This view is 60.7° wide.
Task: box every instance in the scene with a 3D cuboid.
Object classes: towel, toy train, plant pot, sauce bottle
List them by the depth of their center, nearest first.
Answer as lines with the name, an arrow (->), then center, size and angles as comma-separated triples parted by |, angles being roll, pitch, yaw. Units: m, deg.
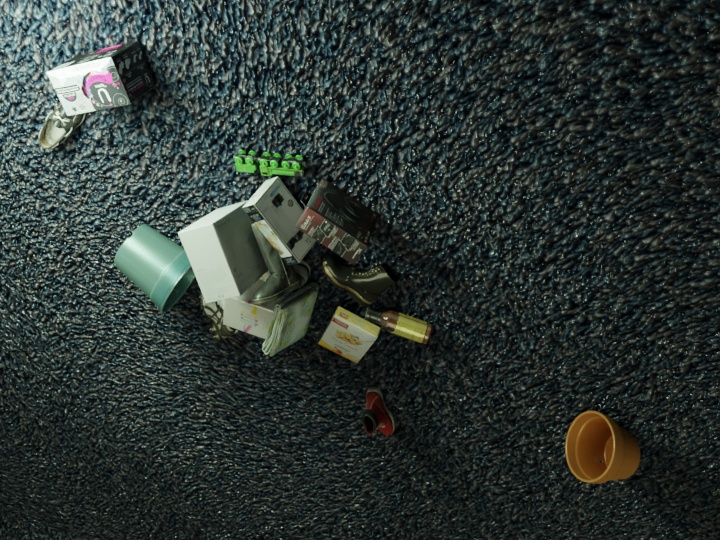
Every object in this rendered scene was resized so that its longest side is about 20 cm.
toy train -> -0.232, -0.271, 1.580 | 0.194, 0.042, 0.057 | 8, 138, 10
towel -> -0.195, 0.141, 1.761 | 0.048, 0.199, 0.174 | 31, 120, 16
sauce bottle -> 0.109, 0.153, 1.785 | 0.195, 0.067, 0.067 | 20, 130, 4
plant pot -> -0.591, -0.016, 1.787 | 0.194, 0.201, 0.201 | 37, 128, -4
plant pot -> 0.725, 0.531, 1.821 | 0.137, 0.203, 0.201 | 17, 132, -21

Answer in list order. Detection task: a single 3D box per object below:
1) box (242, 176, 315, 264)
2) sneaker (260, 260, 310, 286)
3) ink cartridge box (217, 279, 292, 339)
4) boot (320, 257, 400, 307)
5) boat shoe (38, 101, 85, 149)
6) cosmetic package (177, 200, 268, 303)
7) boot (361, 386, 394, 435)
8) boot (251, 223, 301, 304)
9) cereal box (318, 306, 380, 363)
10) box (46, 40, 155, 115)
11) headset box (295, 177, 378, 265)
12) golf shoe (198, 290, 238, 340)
box -> -0.204, -0.129, 1.619 | 0.059, 0.117, 0.202 | -6, 128, 46
sneaker -> -0.244, 0.007, 1.765 | 0.194, 0.081, 0.078 | 3, 129, 16
ink cartridge box -> -0.314, 0.098, 1.822 | 0.195, 0.130, 0.127 | 18, 131, 2
boot -> 0.000, 0.000, 1.702 | 0.199, 0.079, 0.137 | 36, 124, -29
boat shoe -> -0.795, -0.396, 1.634 | 0.198, 0.061, 0.074 | -32, 112, 33
cosmetic package -> -0.355, -0.053, 1.647 | 0.120, 0.200, 0.204 | -13, 108, 23
boot -> 0.054, 0.504, 2.010 | 0.071, 0.146, 0.203 | -9, 125, 20
boot -> -0.247, -0.029, 1.641 | 0.071, 0.181, 0.205 | -5, 106, 37
cereal box -> -0.036, 0.196, 1.842 | 0.141, 0.040, 0.201 | 26, 145, -3
box -> -0.624, -0.461, 1.489 | 0.195, 0.133, 0.117 | -5, 124, 20
headset box -> -0.065, -0.132, 1.564 | 0.198, 0.150, 0.077 | 34, 128, -10
golf shoe -> -0.441, 0.123, 1.925 | 0.092, 0.079, 0.204 | -12, 126, 3
